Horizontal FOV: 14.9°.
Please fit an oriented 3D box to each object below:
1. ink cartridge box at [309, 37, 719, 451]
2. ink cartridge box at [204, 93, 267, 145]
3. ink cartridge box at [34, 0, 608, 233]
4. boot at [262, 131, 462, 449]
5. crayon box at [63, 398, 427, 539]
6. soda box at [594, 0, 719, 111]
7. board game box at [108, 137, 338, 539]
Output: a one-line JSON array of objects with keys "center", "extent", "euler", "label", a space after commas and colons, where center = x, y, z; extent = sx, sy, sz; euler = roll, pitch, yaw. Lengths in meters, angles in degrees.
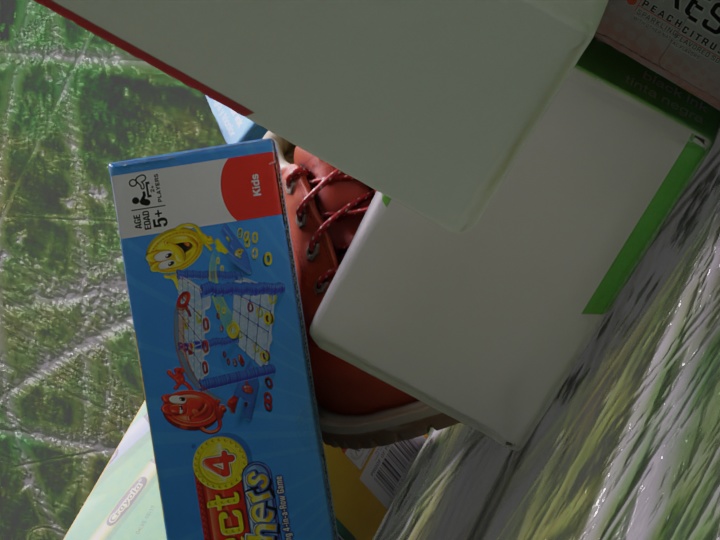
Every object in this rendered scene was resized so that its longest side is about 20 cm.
[{"center": [0.071, -0.062, 0.920], "extent": [0.146, 0.084, 0.200], "euler": [-62, 0, 40], "label": "ink cartridge box"}, {"center": [0.032, -0.145, 1.329], "extent": [0.200, 0.147, 0.146], "euler": [-51, 36, 23], "label": "ink cartridge box"}, {"center": [0.009, -0.127, 0.770], "extent": [0.084, 0.144, 0.200], "euler": [-58, 4, 41], "label": "ink cartridge box"}, {"center": [0.000, 0.000, 1.074], "extent": [0.075, 0.107, 0.200], "euler": [-19, 21, -7], "label": "boot"}, {"center": [-0.061, 0.119, 1.199], "extent": [0.200, 0.058, 0.119], "euler": [-60, -42, -19], "label": "crayon box"}, {"center": [0.126, -0.127, 0.845], "extent": [0.068, 0.064, 0.200], "euler": [-59, 3, 36], "label": "soda box"}, {"center": [-0.044, 0.059, 0.978], "extent": [0.200, 0.056, 0.196], "euler": [142, 118, -87], "label": "board game box"}]
